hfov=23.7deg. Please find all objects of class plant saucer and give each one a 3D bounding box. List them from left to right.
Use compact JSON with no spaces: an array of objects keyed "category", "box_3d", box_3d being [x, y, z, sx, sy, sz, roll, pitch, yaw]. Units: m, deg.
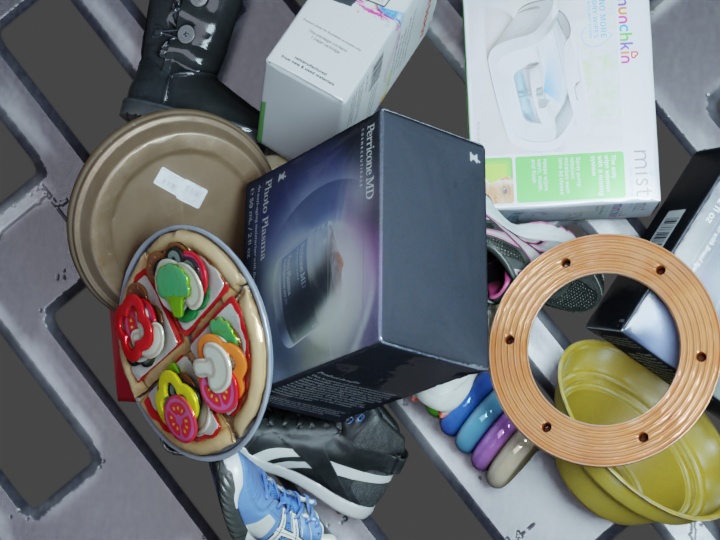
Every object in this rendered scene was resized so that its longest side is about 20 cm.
[{"category":"plant saucer","box_3d":[-0.162,-0.043,1.527,0.198,0.029,0.203,-7,109,-21]}]

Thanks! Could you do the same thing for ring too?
[{"category":"ring","box_3d":[0.207,0.068,1.453,0.198,0.019,0.203,-4,74,13]}]

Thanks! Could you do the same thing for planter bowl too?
[{"category":"planter bowl","box_3d":[0.235,0.165,1.541,0.200,0.200,0.084,43,123,6]}]

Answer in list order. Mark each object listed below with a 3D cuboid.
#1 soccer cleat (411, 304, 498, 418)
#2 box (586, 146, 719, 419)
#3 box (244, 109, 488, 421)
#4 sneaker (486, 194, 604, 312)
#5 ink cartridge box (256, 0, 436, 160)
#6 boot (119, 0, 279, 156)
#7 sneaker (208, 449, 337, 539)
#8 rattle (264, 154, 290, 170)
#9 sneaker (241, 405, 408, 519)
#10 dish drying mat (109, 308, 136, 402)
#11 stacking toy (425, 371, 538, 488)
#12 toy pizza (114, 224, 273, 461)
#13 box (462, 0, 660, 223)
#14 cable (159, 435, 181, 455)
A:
[{"category":"soccer cleat","box_3d":[0.099,0.049,1.536,0.069,0.201,0.078,26,129,2]},{"category":"box","box_3d":[0.347,0.025,1.538,0.197,0.123,0.201,34,86,-7]},{"category":"box","box_3d":[0.000,0.000,1.440,0.122,0.197,0.202,17,63,-36]},{"category":"sneaker","box_3d":[0.133,0.002,1.535,0.198,0.080,0.087,22,40,-24]},{"category":"ink cartridge box","box_3d":[-0.008,-0.207,1.554,0.083,0.145,0.201,29,65,7]},{"category":"boot","box_3d":[-0.128,-0.224,1.635,0.163,0.066,0.202,15,80,2]},{"category":"sneaker","box_3d":[-0.079,0.214,1.526,0.076,0.201,0.076,-22,49,3]},{"category":"rattle","box_3d":[-0.118,-0.081,1.630,0.198,0.143,0.131,-27,116,-15]},{"category":"sneaker","box_3d":[-0.047,0.133,1.553,0.199,0.073,0.112,30,105,-19]},{"category":"dish drying mat","box_3d":[-0.215,0.022,1.592,0.018,0.077,0.203,-6,92,-31]},{"category":"stacking toy","box_3d":[0.080,0.107,1.583,0.200,0.085,0.086,41,86,13]},{"category":"toy pizza","box_3d":[-0.148,0.063,1.445,0.199,0.032,0.203,10,104,44]},{"category":"box","box_3d":[0.185,-0.150,1.595,0.174,0.097,0.203,-2,83,4]},{"category":"cable","box_3d":[-0.098,0.111,1.591,0.198,0.050,0.098,-17,104,-2]}]
